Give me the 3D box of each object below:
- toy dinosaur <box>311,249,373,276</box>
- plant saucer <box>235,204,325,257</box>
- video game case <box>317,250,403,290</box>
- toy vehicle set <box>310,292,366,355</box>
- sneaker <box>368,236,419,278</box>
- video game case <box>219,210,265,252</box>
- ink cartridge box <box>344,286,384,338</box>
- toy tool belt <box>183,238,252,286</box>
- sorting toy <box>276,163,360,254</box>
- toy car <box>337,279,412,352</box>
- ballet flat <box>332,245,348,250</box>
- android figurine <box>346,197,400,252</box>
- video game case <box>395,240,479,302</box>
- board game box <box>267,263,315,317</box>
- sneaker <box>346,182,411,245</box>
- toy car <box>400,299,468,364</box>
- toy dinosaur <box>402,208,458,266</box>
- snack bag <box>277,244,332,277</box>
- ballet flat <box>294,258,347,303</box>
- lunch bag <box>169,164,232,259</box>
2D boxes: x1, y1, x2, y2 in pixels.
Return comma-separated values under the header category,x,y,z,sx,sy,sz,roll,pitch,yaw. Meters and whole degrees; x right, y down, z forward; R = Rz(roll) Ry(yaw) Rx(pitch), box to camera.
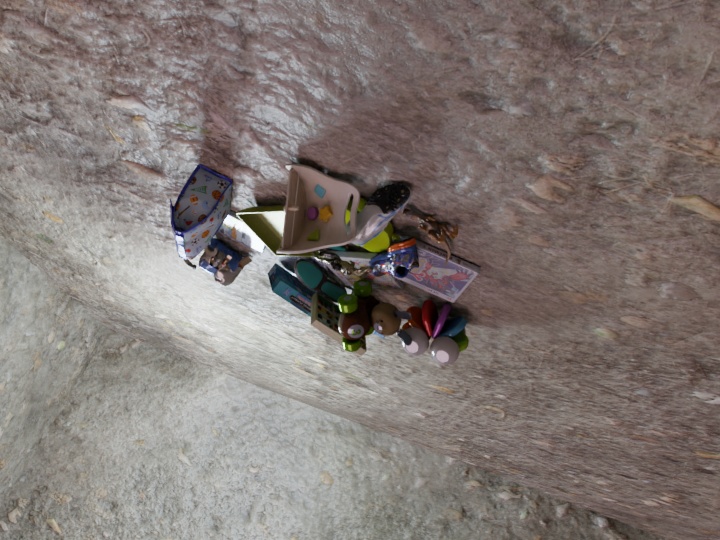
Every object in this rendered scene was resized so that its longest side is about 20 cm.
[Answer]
category,x,y,z,sx,sy,sz,roll,pitch,yaw
toy dinosaur,-0.067,-0.024,1.417,0.198,0.048,0.088,22,176,24
plant saucer,-0.208,-0.114,1.510,0.197,0.048,0.200,3,147,36
video game case,0.000,0.000,1.558,0.197,0.023,0.182,4,154,33
toy vehicle set,-0.064,0.159,1.653,0.199,0.125,0.026,35,118,-27
sneaker,0.081,-0.014,1.371,0.074,0.080,0.200,-16,171,-25
video game case,-0.370,-0.129,1.650,0.198,0.018,0.143,26,154,-5
ink cartridge box,0.007,0.133,1.766,0.197,0.069,0.115,23,154,1
toy tool belt,-0.459,-0.051,1.785,0.199,0.126,0.123,33,121,-26
sorting toy,-0.084,-0.130,1.256,0.177,0.204,0.106,6,180,29
toy car,0.052,0.143,1.535,0.197,0.158,0.167,14,126,28
ballet flat,-0.093,-0.094,1.425,0.068,0.064,0.199,5,176,34
android figurine,0.002,-0.110,1.354,0.198,0.042,0.182,26,153,-4
video game case,0.192,0.006,1.434,0.180,0.023,0.201,23,153,1
board game box,-0.190,0.073,1.715,0.199,0.047,0.151,37,-172,-24
sneaker,0.044,-0.126,1.238,0.072,0.073,0.199,6,146,-45
toy car,0.216,0.159,1.579,0.197,0.175,0.152,16,117,16
toy dinosaur,0.179,-0.083,1.265,0.200,0.061,0.106,44,172,-26
snack bag,-0.167,-0.017,1.688,0.186,0.022,0.201,15,155,19
ballet flat,-0.125,0.029,1.645,0.200,0.075,0.074,41,149,-27
lunch bag,-0.433,-0.146,1.464,0.122,0.202,0.170,24,155,-2
